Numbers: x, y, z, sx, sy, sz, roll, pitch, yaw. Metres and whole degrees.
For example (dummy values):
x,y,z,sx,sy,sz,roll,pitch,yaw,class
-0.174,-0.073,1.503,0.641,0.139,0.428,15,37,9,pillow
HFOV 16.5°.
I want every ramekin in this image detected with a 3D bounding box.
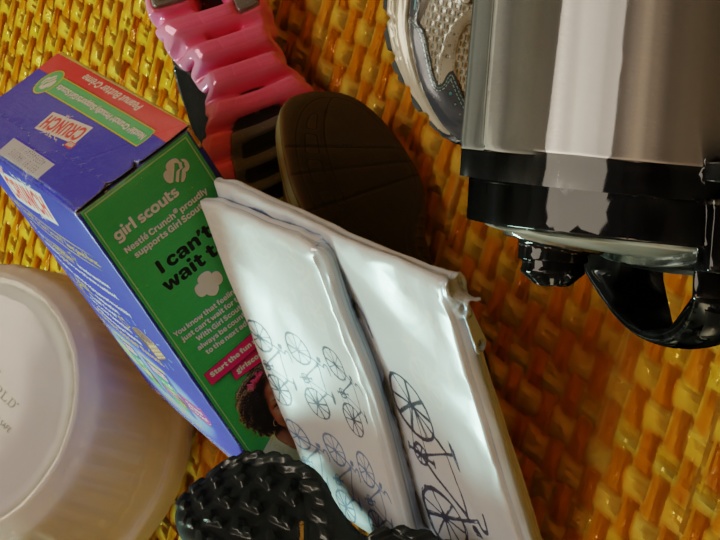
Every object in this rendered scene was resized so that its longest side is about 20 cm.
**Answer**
x,y,z,sx,sy,sz,roll,pitch,yaw,class
-0.206,0.088,1.448,0.202,0.094,0.203,-8,71,25,ramekin

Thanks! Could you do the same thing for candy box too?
x,y,z,sx,sy,sz,roll,pitch,yaw,class
-0.100,-0.002,1.282,0.077,0.200,0.169,-41,32,-11,candy box

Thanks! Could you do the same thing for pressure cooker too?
x,y,z,sx,sy,sz,roll,pitch,yaw,class
0.123,-0.071,0.922,0.178,0.176,0.200,7,93,31,pressure cooker

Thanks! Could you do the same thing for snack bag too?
x,y,z,sx,sy,sz,roll,pitch,yaw,class
0.009,0.060,1.146,0.200,0.021,0.189,23,138,51,snack bag

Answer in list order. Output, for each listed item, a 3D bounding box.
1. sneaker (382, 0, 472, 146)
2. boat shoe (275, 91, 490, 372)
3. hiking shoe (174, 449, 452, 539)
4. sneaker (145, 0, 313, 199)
x,y,z,sx,sy,sz,roll,pitch,yaw,class
0.066,-0.155,1.142,0.086,0.078,0.200,-4,81,56,sneaker
0.003,0.000,1.229,0.201,0.073,0.063,64,147,27,boat shoe
-0.017,0.153,1.185,0.200,0.074,0.087,24,143,48,hiking shoe
-0.061,-0.077,1.366,0.095,0.079,0.200,92,162,-60,sneaker
